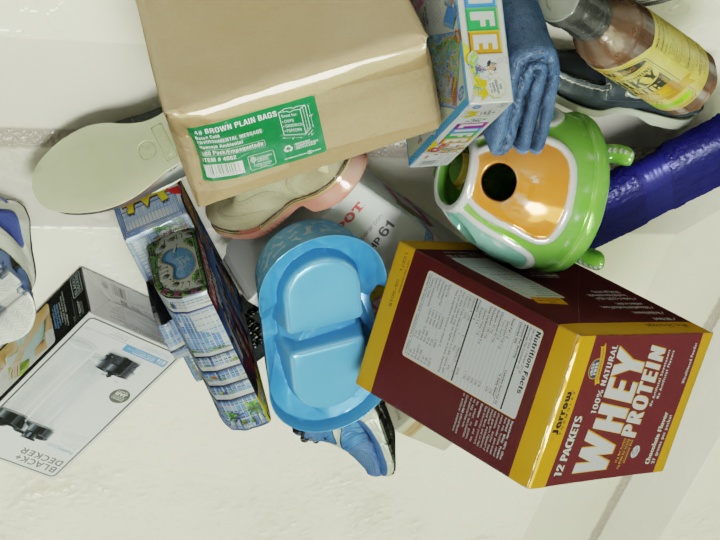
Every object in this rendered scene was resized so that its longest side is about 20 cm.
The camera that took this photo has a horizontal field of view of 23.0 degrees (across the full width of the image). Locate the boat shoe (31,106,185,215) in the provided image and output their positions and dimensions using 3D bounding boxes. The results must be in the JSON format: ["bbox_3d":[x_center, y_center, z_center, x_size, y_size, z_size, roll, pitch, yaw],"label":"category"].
[{"bbox_3d":[-0.173,-0.099,1.453,0.200,0.071,0.063,-25,176,7],"label":"boat shoe"}]

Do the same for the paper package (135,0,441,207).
[{"bbox_3d":[-0.056,-0.167,1.330,0.199,0.191,0.104,-17,136,-2],"label":"paper package"}]

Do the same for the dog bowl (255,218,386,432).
[{"bbox_3d":[-0.035,0.044,1.503,0.111,0.050,0.200,-14,125,-13],"label":"dog bowl"}]

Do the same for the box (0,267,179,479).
[{"bbox_3d":[-0.269,0.098,1.622,0.200,0.060,0.117,-42,134,22],"label":"box"}]

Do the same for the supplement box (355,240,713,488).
[{"bbox_3d":[0.146,0.074,1.486,0.197,0.200,0.133,1,112,-47],"label":"supplement box"}]

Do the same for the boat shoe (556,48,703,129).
[{"bbox_3d":[0.226,-0.167,1.523,0.200,0.075,0.062,9,131,-31],"label":"boat shoe"}]

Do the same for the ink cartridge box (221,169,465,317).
[{"bbox_3d":[0.000,0.000,1.573,0.200,0.085,0.145,34,103,-34],"label":"ink cartridge box"}]

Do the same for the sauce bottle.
[{"bbox_3d":[0.211,-0.182,1.405,0.065,0.065,0.200,-43,141,23],"label":"sauce bottle"}]

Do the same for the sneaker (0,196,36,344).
[{"bbox_3d":[-0.333,-0.038,1.445,0.080,0.115,0.200,-34,107,12],"label":"sneaker"}]

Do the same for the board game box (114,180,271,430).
[{"bbox_3d":[-0.151,0.010,1.509,0.062,0.200,0.200,-23,124,2],"label":"board game box"}]

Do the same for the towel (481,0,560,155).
[{"bbox_3d":[0.107,-0.188,1.363,0.048,0.200,0.112,-2,135,-13],"label":"towel"}]

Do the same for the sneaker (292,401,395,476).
[{"bbox_3d":[-0.020,0.141,1.764,0.089,0.079,0.200,-14,136,15],"label":"sneaker"}]

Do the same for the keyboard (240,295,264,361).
[{"bbox_3d":[-0.036,0.027,1.653,0.200,0.040,0.104,-36,135,18],"label":"keyboard"}]

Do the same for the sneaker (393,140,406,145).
[{"bbox_3d":[0.040,-0.134,1.494,0.199,0.077,0.081,-17,149,-1],"label":"sneaker"}]

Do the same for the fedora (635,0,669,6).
[{"bbox_3d":[0.227,-0.297,1.375,0.176,0.091,0.200,3,145,-20],"label":"fedora"}]

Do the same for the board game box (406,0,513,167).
[{"bbox_3d":[0.067,-0.166,1.347,0.034,0.135,0.200,-5,172,-12],"label":"board game box"}]

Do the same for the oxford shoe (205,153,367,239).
[{"bbox_3d":[-0.078,-0.081,1.471,0.074,0.071,0.200,36,146,-25],"label":"oxford shoe"}]

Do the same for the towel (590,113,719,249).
[{"bbox_3d":[0.251,-0.078,1.617,0.200,0.050,0.148,-27,164,4],"label":"towel"}]

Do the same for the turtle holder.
[{"bbox_3d":[0.132,-0.081,1.482,0.131,0.186,0.141,9,122,-19],"label":"turtle holder"}]

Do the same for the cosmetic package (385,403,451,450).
[{"bbox_3d":[0.109,0.069,1.705,0.071,0.105,0.200,25,120,-36],"label":"cosmetic package"}]
